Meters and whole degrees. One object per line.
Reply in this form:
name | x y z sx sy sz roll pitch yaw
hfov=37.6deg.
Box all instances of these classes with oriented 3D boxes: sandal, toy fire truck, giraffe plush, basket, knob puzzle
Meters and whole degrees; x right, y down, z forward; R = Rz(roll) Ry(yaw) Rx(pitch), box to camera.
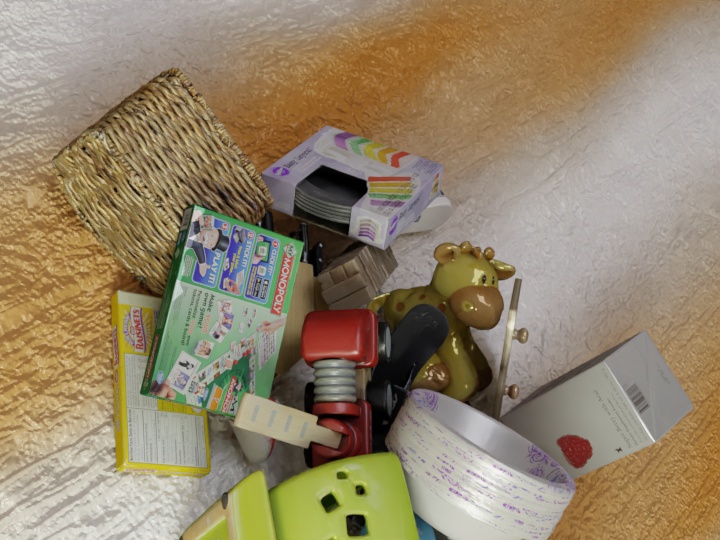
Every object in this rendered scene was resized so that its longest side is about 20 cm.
sandal | 0.034 0.127 1.254 0.076 0.043 0.201 29 88 4
toy fire truck | -0.043 0.124 1.106 0.200 0.128 0.178 47 41 -74
giraffe plush | 0.120 0.047 1.339 0.200 0.162 0.172 52 29 14
basket | -0.223 -0.095 1.188 0.200 0.142 0.149 52 47 -15
knob puzzle | 0.196 0.127 1.374 0.030 0.221 0.221 9 49 8

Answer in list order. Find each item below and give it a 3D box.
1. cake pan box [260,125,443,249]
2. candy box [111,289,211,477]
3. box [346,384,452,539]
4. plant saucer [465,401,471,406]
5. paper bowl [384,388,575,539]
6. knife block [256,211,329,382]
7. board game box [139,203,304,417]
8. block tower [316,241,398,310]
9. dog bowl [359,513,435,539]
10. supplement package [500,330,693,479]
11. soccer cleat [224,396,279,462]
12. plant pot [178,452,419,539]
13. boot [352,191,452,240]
cake pan box | -0.011 -0.110 1.365 0.183 0.053 0.200 20 33 19
candy box | -0.217 0.122 1.141 0.102 0.026 0.201 12 56 -33
box | 0.094 0.246 1.239 0.199 0.044 0.161 27 84 -23
plant saucer | 0.093 0.220 1.326 0.199 0.029 0.201 20 52 -27
paper bowl | 0.116 0.217 1.111 0.200 0.105 0.201 30 7 -4
knife block | -0.110 0.024 1.265 0.176 0.064 0.200 49 44 0
board game box | -0.142 0.047 1.107 0.134 0.029 0.202 20 75 -30
block tower | 0.000 0.000 1.308 0.054 0.058 0.200 63 15 -7
dog bowl | 0.039 0.346 1.092 0.049 0.112 0.201 8 57 -25
supplement package | 0.308 0.188 1.395 0.119 0.200 0.122 -25 80 -45
soccer cleat | -0.146 0.115 1.154 0.085 0.068 0.202 -8 84 -48
plant pot | -0.064 0.302 1.031 0.180 0.199 0.201 6 58 -30
boot | 0.032 -0.098 1.467 0.199 0.073 0.091 -5 51 -42
